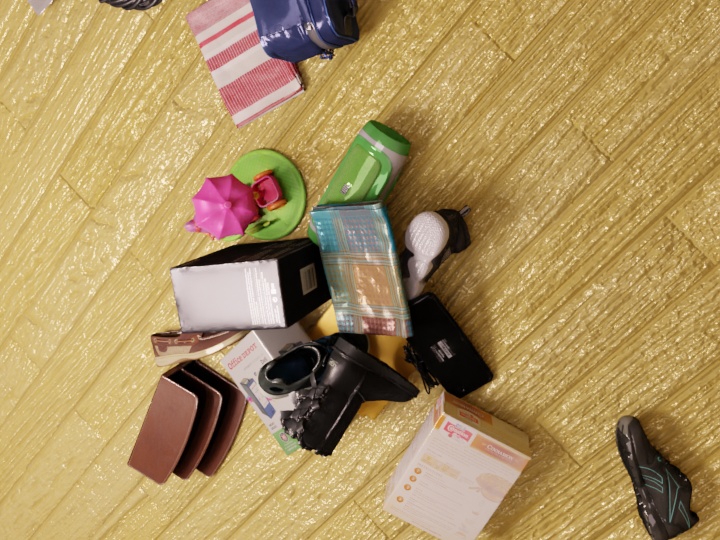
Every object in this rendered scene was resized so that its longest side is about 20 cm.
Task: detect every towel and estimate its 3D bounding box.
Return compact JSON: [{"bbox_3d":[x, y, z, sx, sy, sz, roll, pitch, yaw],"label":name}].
[{"bbox_3d":[-0.186,-0.349,1.138,0.143,0.023,0.201,-23,93,23],"label":"towel"},{"bbox_3d":[0.000,0.000,1.034,0.146,0.022,0.202,0,108,42],"label":"towel"}]

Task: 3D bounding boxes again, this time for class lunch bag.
[{"bbox_3d":[-0.078,-0.399,1.026,0.131,0.136,0.202,-14,97,22],"label":"lunch bag"}]

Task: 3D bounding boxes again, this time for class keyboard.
[{"bbox_3d":[0.115,0.117,1.091,0.104,0.040,0.200,-31,117,12],"label":"keyboard"}]

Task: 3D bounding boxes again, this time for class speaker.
[{"bbox_3d":[-0.004,-0.124,1.086,0.088,0.088,0.201,35,110,10],"label":"speaker"}]

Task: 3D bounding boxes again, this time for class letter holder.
[{"bbox_3d":[-0.304,0.285,1.272,0.141,0.101,0.201,29,109,10],"label":"letter holder"}]

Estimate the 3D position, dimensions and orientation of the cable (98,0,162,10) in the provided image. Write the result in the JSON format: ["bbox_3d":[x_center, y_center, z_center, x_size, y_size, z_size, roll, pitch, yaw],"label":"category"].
[{"bbox_3d":[-0.361,-0.509,1.159,0.163,0.051,0.200,45,109,1],"label":"cable"}]

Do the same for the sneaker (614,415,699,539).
[{"bbox_3d":[0.430,0.296,1.035,0.079,0.075,0.202,-20,101,8],"label":"sneaker"}]

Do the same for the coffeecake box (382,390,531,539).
[{"bbox_3d":[0.148,0.314,1.112,0.153,0.073,0.201,27,110,-2],"label":"coffeecake box"}]

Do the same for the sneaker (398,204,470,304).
[{"bbox_3d":[0.100,-0.018,1.066,0.076,0.113,0.201,48,136,19],"label":"sneaker"}]

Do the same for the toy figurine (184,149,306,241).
[{"bbox_3d":[-0.209,-0.098,1.111,0.199,0.184,0.151,-25,92,23],"label":"toy figurine"}]

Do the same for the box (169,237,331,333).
[{"bbox_3d":[-0.160,0.019,1.110,0.180,0.200,0.105,-3,101,21],"label":"box"}]

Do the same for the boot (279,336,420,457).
[{"bbox_3d":[-0.015,0.203,1.061,0.073,0.198,0.163,30,86,49],"label":"boot"}]

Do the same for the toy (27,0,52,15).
[{"bbox_3d":[-0.569,-0.555,1.219,0.115,0.047,0.201,-36,91,19],"label":"toy"}]

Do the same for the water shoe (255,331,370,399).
[{"bbox_3d":[-0.059,0.138,1.074,0.072,0.199,0.079,60,151,11],"label":"water shoe"}]

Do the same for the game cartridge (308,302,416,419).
[{"bbox_3d":[0.010,0.123,1.164,0.176,0.032,0.200,41,114,8],"label":"game cartridge"}]

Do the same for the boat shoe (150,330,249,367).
[{"bbox_3d":[-0.287,0.114,1.247,0.199,0.072,0.073,-16,96,27],"label":"boat shoe"}]

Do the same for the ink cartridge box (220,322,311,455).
[{"bbox_3d":[-0.121,0.184,1.168,0.201,0.087,0.145,55,137,4],"label":"ink cartridge box"}]
